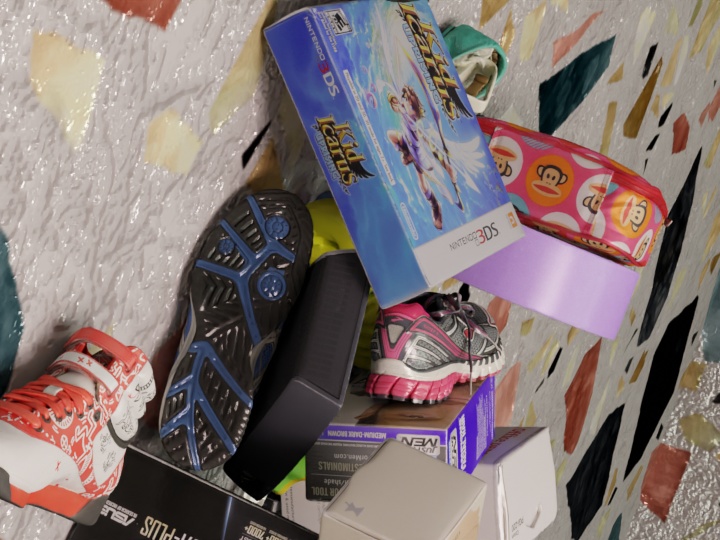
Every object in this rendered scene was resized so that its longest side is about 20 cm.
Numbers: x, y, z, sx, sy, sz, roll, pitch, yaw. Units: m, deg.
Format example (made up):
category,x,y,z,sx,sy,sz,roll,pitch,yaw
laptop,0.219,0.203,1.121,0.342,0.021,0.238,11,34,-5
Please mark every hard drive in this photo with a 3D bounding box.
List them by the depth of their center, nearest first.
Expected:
category,x,y,z,sx,sy,sz,roll,pitch,yaw
hard drive,-0.046,0.073,1.132,0.200,0.042,0.136,127,-20,-58

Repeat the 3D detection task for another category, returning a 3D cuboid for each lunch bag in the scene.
category,x,y,z,sx,sy,sz,roll,pitch,yaw
lunch bag,0.177,-0.067,1.453,0.082,0.199,0.176,-66,161,-1

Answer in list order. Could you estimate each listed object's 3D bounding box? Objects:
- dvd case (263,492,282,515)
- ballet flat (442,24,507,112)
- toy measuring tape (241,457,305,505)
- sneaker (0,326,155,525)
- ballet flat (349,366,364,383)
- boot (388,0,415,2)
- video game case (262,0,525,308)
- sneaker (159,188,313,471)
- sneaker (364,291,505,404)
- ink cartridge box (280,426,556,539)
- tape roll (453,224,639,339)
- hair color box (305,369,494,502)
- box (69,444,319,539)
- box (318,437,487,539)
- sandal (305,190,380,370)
category,x,y,z,sx,sy,sz,roll,pitch,yaw
dvd case,-0.080,0.277,1.413,0.150,0.025,0.202,-8,117,-66
ballet flat,0.062,-0.142,1.275,0.200,0.070,0.068,-43,148,-48
toy measuring tape,-0.062,0.163,1.267,0.201,0.073,0.074,-64,159,-15
sneaker,-0.179,0.078,0.912,0.109,0.067,0.201,-65,163,-9
ballet flat,0.003,0.118,1.408,0.200,0.056,0.067,-24,134,-61
boot,0.057,-0.221,1.059,0.200,0.130,0.068,2,90,-61
video game case,0.030,-0.091,1.117,0.181,0.045,0.201,-26,93,-62
sneaker,-0.091,0.037,1.104,0.077,0.075,0.201,151,-38,-79
sneaker,0.065,0.049,1.255,0.200,0.080,0.075,-22,118,-69
ink cartridge box,0.050,0.184,1.351,0.145,0.198,0.086,-17,105,-65
tape roll,0.145,-0.005,1.434,0.066,0.199,0.200,-69,159,4
hair color box,0.035,0.123,1.237,0.200,0.108,0.065,-37,127,-72
box,-0.086,0.206,1.130,0.087,0.163,0.200,-64,160,-9
box,0.018,0.223,1.064,0.095,0.077,0.201,-43,148,-47
sandal,0.000,0.000,1.263,0.087,0.079,0.201,-56,158,-35
